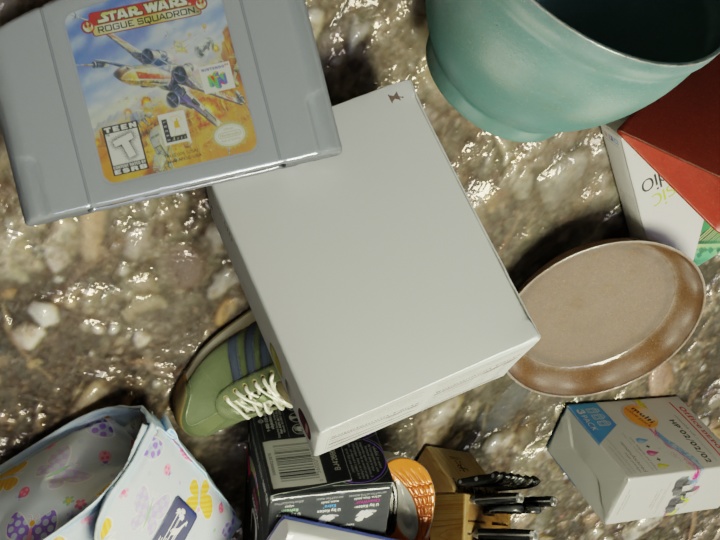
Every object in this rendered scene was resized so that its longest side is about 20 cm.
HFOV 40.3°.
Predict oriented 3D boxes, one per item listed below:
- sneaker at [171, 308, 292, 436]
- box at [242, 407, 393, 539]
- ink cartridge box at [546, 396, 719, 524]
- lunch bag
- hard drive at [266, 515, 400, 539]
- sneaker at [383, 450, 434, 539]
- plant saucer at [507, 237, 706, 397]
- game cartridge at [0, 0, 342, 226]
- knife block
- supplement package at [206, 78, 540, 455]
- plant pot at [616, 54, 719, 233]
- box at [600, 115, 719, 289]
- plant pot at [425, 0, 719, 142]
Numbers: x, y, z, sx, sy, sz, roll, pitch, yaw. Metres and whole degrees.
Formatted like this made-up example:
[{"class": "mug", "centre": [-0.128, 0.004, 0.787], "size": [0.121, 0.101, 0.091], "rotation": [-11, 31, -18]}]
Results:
[{"class": "sneaker", "centre": [-0.068, 0.079, 0.784], "size": [0.200, 0.090, 0.067], "rotation": [-43, 132, 8]}, {"class": "box", "centre": [-0.045, 0.224, 0.873], "size": [0.106, 0.122, 0.200], "rotation": [-3, 124, -14]}, {"class": "ink cartridge box", "centre": [0.317, 0.197, 1.046], "size": [0.200, 0.115, 0.068], "rotation": [0, 123, -28]}, {"class": "lunch bag", "centre": [-0.212, 0.218, 0.792], "size": [0.200, 0.127, 0.170], "rotation": [-33, 134, -10]}, {"class": "hard drive", "centre": [-0.004, 0.277, 0.827], "size": [0.200, 0.025, 0.132], "rotation": [19, 116, -26]}, {"class": "sneaker", "centre": [0.035, 0.267, 0.933], "size": [0.076, 0.092, 0.200], "rotation": [-1, 95, -14]}, {"class": "plant saucer", "centre": [0.221, 0.041, 0.919], "size": [0.200, 0.032, 0.200], "rotation": [-7, 133, -8]}, {"class": "game cartridge", "centre": [-0.122, -0.114, 0.605], "size": [0.200, 0.042, 0.133], "rotation": [-15, 95, -9]}, {"class": "knife block", "centre": [0.101, 0.265, 0.946], "size": [0.064, 0.176, 0.200], "rotation": [16, 115, -34]}, {"class": "supplement package", "centre": [0.000, 0.000, 0.673], "size": [0.156, 0.200, 0.111], "rotation": [-22, 165, -12]}, {"class": "plant pot", "centre": [0.364, -0.105, 0.767], "size": [0.200, 0.200, 0.176], "rotation": [31, 96, -39]}, {"class": "box", "centre": [0.304, -0.090, 0.886], "size": [0.144, 0.036, 0.200], "rotation": [-32, 133, -2]}, {"class": "plant pot", "centre": [0.123, -0.171, 0.653], "size": [0.200, 0.201, 0.134], "rotation": [1, 150, -27]}]
